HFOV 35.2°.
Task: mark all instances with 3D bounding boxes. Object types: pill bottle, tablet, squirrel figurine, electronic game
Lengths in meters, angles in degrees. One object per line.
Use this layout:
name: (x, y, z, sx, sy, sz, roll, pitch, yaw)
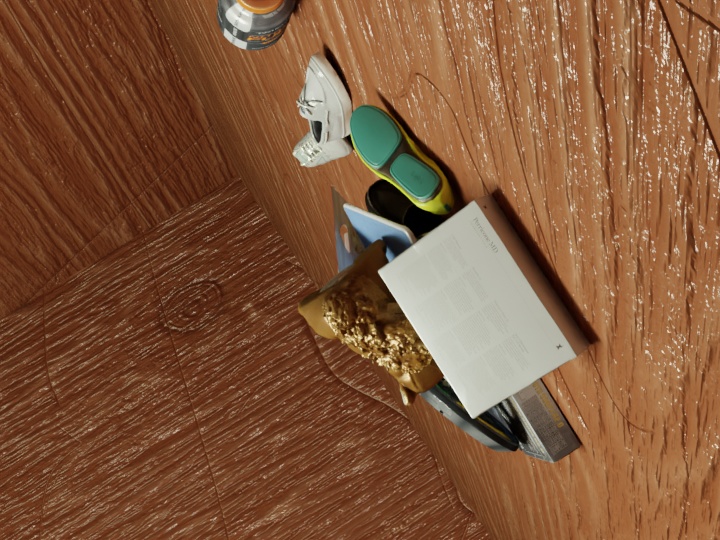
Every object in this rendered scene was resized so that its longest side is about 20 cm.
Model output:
pill bottle: (-0.144, -0.372, 1.560, 0.106, 0.106, 0.200, 58, 174, -4)
tablet: (0.045, -0.020, 1.471, 0.130, 0.014, 0.200, 62, 165, -23)
squirrel figurine: (0.034, 0.081, 1.399, 0.187, 0.141, 0.200, 50, -178, -8)
electronic game: (0.148, 0.196, 1.645, 0.200, 0.042, 0.200, 36, -176, -3)

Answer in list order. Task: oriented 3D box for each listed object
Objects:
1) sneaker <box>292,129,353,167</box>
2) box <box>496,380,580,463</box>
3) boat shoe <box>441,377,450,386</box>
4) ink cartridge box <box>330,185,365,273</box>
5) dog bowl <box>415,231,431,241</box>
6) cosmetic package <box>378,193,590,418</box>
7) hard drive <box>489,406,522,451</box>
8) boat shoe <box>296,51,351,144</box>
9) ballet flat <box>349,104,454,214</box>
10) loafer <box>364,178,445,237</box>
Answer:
sneaker: (-0.064, -0.203, 1.866, 0.071, 0.080, 0.200, 60, 172, -1)
box: (0.222, 0.173, 1.617, 0.200, 0.048, 0.158, 58, 172, 2)
boat shoe: (0.136, 0.135, 1.590, 0.074, 0.065, 0.200, 61, 173, -11)
ink cartridge box: (0.000, 0.000, 1.613, 0.174, 0.044, 0.200, 44, -156, -33)
dog bowl: (0.149, 0.026, 1.389, 0.200, 0.074, 0.200, 56, 173, 11)
cosmetic package: (0.134, 0.040, 1.253, 0.200, 0.151, 0.052, 58, -147, 6)
hard drive: (0.205, 0.186, 1.818, 0.200, 0.042, 0.135, 50, 169, 53)
boat shoe: (-0.059, -0.247, 1.665, 0.072, 0.068, 0.200, 56, 173, 16)
ballet flat: (0.054, -0.134, 1.426, 0.067, 0.067, 0.200, 33, -167, -50)
loafer: (0.075, -0.072, 1.530, 0.200, 0.073, 0.071, 43, 160, 36)
